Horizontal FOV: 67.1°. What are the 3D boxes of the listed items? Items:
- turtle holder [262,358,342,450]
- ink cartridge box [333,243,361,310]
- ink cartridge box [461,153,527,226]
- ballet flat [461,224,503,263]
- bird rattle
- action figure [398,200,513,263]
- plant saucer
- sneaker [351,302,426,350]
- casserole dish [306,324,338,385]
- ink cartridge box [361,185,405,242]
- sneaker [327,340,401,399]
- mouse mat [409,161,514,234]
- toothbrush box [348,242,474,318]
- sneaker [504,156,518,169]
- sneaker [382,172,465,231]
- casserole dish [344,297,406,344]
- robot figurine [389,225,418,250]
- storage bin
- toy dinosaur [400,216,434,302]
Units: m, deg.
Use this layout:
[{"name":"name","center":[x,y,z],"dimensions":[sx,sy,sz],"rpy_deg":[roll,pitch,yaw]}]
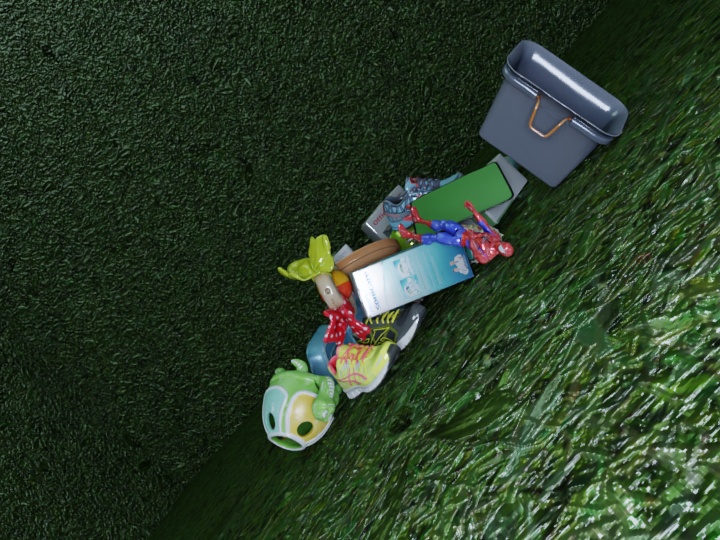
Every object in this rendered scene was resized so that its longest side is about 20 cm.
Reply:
[{"name":"turtle holder","center":[-0.102,0.259,1.012],"dimensions":[0.182,0.142,0.134],"rpy_deg":[-3,49,29]},{"name":"ink cartridge box","center":[0.010,0.039,1.315],"dimensions":[0.083,0.200,0.146],"rpy_deg":[-44,-1,1]},{"name":"ink cartridge box","center":[0.246,-0.135,1.179],"dimensions":[0.146,0.087,0.200],"rpy_deg":[-50,2,-27]},{"name":"ballet flat","center":[0.207,-0.049,0.964],"dimensions":[0.062,0.077,0.200],"rpy_deg":[-17,8,1]},{"name":"bird rattle","center":[-0.042,0.035,0.975],"dimensions":[0.112,0.201,0.163],"rpy_deg":[-39,-4,12]},{"name":"action figure","center":[0.143,-0.070,0.841],"dimensions":[0.066,0.197,0.100],"rpy_deg":[-52,-39,-21]},{"name":"plant saucer","center":[0.000,0.000,1.142],"dimensions":[0.197,0.033,0.201],"rpy_deg":[-28,-15,-8]},{"name":"sneaker","center":[0.045,0.108,1.004],"dimensions":[0.200,0.084,0.075],"rpy_deg":[-46,3,46]},{"name":"casserole dish","center":[-0.064,0.193,1.232],"dimensions":[0.038,0.123,0.200],"rpy_deg":[-23,10,15]},{"name":"ink cartridge box","center":[0.120,-0.106,1.483],"dimensions":[0.146,0.200,0.087],"rpy_deg":[-47,2,-10]},{"name":"sneaker","center":[-0.003,0.163,0.956],"dimensions":[0.078,0.090,0.200],"rpy_deg":[-48,2,-39]},{"name":"mouse mat","center":[0.190,-0.137,1.057],"dimensions":[0.196,0.008,0.162],"rpy_deg":[-23,32,15]},{"name":"toothbrush box","center":[0.084,0.008,0.973],"dimensions":[0.196,0.087,0.146],"rpy_deg":[-22,1,-2]},{"name":"sneaker","center":[0.304,-0.201,1.335],"dimensions":[0.201,0.074,0.082],"rpy_deg":[-49,-1,20]},{"name":"sneaker","center":[0.135,-0.167,1.189],"dimensions":[0.197,0.096,0.080],"rpy_deg":[-30,17,16]},{"name":"casserole dish","center":[0.028,0.107,1.199],"dimensions":[0.201,0.122,0.038],"rpy_deg":[-49,-35,16]},{"name":"robot figurine","center":[0.124,-0.049,1.324],"dimensions":[0.172,0.117,0.202],"rpy_deg":[-22,-29,-17]},{"name":"storage bin","center":[0.287,-0.231,0.852],"dimensions":[0.146,0.198,0.135],"rpy_deg":[-49,-8,-41]},{"name":"toy dinosaur","center":[0.100,-0.014,1.088],"dimensions":[0.197,0.138,0.086],"rpy_deg":[-28,10,-12]}]
